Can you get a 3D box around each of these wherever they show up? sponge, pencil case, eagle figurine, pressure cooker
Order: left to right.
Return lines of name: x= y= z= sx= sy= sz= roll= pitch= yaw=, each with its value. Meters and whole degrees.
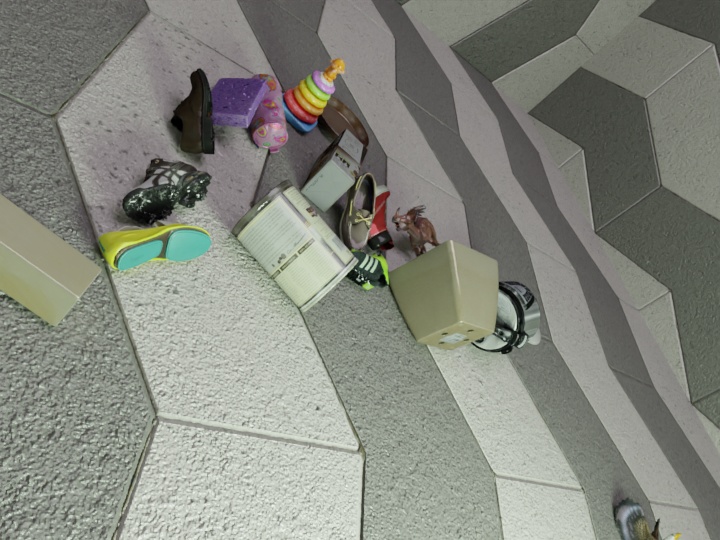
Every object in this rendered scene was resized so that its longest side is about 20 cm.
sponge: x=-0.277 y=-0.369 z=1.394 sx=0.110 sy=0.030 sz=0.201 roll=3 pitch=37 yaw=4
pencil case: x=-0.218 y=-0.369 z=1.491 sx=0.087 sy=0.087 sz=0.202 roll=23 pitch=40 yaw=-39
pressure cooker: x=0.354 y=0.122 z=1.639 sx=0.199 sy=0.174 sz=0.182 roll=-3 pitch=83 yaw=-54
eagle figurine: x=0.735 y=0.692 z=1.608 sx=0.200 sy=0.149 sz=0.154 roll=-131 pitch=-143 yaw=-74

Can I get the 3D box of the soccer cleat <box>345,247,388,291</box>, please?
soccer cleat: x=0.000 y=0.000 z=1.399 sx=0.199 sy=0.067 sz=0.082 roll=6 pitch=64 yaw=-52

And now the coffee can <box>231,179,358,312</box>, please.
coffee can: x=-0.121 y=-0.045 z=1.192 sx=0.200 sy=0.146 sz=0.146 roll=49 pitch=29 yaw=-4

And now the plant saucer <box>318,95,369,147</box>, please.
plant saucer: x=-0.057 y=-0.413 z=1.808 sx=0.199 sy=0.034 sz=0.202 roll=35 pitch=33 yaw=-27

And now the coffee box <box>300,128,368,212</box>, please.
coffee box: x=-0.059 y=-0.243 z=1.535 sx=0.080 sy=0.113 sz=0.201 roll=41 pitch=31 yaw=-15

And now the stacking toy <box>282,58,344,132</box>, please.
stacking toy: x=-0.109 y=-0.461 z=1.620 sx=0.116 sy=0.200 sz=0.110 roll=43 pitch=30 yaw=-10

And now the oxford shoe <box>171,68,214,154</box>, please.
oxford shoe: x=-0.333 y=-0.319 z=1.263 sx=0.083 sy=0.073 sz=0.202 roll=-4 pitch=61 yaw=-7

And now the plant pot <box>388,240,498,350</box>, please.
plant pot: x=0.206 y=0.072 z=1.483 sx=0.198 sy=0.199 sz=0.179 roll=19 pitch=53 yaw=-43

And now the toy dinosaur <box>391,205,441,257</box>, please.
toy dinosaur: x=0.156 y=-0.109 z=1.669 sx=0.137 sy=0.085 sz=0.200 roll=65 pitch=15 yaw=1

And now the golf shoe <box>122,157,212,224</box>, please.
golf shoe: x=-0.344 y=-0.140 z=1.083 sx=0.094 sy=0.078 sz=0.200 roll=36 pitch=26 yaw=9

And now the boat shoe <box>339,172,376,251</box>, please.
boat shoe: x=-0.001 y=-0.131 z=1.478 sx=0.071 sy=0.059 sz=0.203 roll=17 pitch=66 yaw=-21

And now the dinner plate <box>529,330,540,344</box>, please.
dinner plate: x=0.498 y=0.136 z=1.974 sx=0.199 sy=0.024 sz=0.202 roll=36 pitch=32 yaw=-26

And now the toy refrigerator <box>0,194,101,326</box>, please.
toy refrigerator: x=-0.441 y=-0.024 z=0.808 sx=0.200 sy=0.070 sz=0.076 roll=41 pitch=24 yaw=-19

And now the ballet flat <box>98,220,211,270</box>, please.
ballet flat: x=-0.323 y=-0.049 z=1.009 sx=0.067 sy=0.067 sz=0.199 roll=37 pitch=26 yaw=20

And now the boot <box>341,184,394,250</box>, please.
boot: x=0.049 y=-0.126 z=1.601 sx=0.145 sy=0.072 sz=0.200 roll=50 pitch=37 yaw=-2
